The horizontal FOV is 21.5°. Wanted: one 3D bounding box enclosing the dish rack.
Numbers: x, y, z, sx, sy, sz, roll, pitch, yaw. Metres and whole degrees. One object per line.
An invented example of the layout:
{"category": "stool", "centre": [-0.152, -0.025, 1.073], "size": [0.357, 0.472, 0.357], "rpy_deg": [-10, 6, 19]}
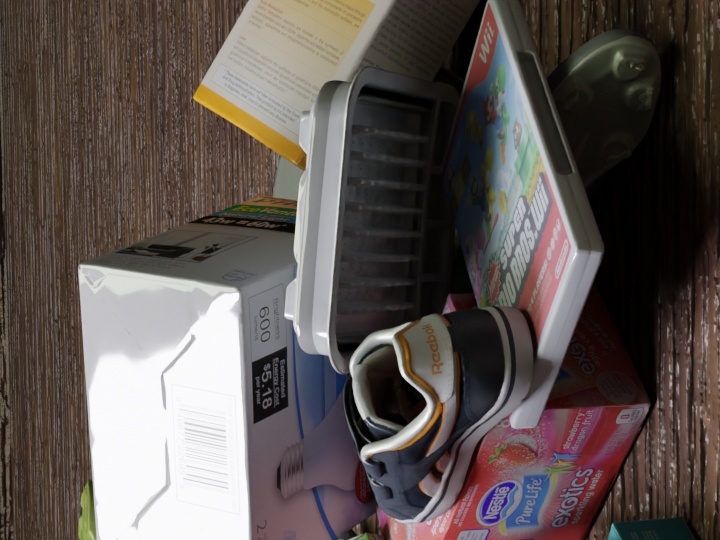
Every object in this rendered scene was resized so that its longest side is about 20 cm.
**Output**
{"category": "dish rack", "centre": [0.007, -0.030, 1.115], "size": [0.200, 0.043, 0.172], "rpy_deg": [-2, -82, -70]}

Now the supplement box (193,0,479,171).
{"category": "supplement box", "centre": [-0.005, -0.164, 1.245], "size": [0.126, 0.073, 0.200], "rpy_deg": [35, 96, 44]}

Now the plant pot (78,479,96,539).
{"category": "plant pot", "centre": [-0.144, 0.243, 1.623], "size": [0.200, 0.189, 0.201], "rpy_deg": [-178, 90, -78]}

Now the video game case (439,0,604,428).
{"category": "video game case", "centre": [0.084, -0.035, 1.042], "size": [0.143, 0.017, 0.200], "rpy_deg": [104, 160, -45]}

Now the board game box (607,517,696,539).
{"category": "board game box", "centre": [0.160, 0.259, 1.033], "size": [0.151, 0.047, 0.200], "rpy_deg": [-115, 30, -48]}

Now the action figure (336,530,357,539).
{"category": "action figure", "centre": [-0.019, 0.297, 1.461], "size": [0.200, 0.104, 0.194], "rpy_deg": [-123, 26, -61]}

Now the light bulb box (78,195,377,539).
{"category": "light bulb box", "centre": [-0.066, 0.071, 1.203], "size": [0.125, 0.200, 0.199], "rpy_deg": [8, 109, 30]}

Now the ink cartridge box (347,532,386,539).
{"category": "ink cartridge box", "centre": [0.040, 0.262, 1.260], "size": [0.200, 0.076, 0.148], "rpy_deg": [27, -145, -63]}

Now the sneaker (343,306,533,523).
{"category": "sneaker", "centre": [0.025, 0.081, 1.055], "size": [0.200, 0.079, 0.079], "rpy_deg": [116, 146, -53]}

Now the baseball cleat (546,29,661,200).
{"category": "baseball cleat", "centre": [0.112, -0.076, 1.104], "size": [0.107, 0.070, 0.200], "rpy_deg": [-94, 23, -48]}

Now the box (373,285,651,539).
{"category": "box", "centre": [0.085, 0.111, 1.148], "size": [0.200, 0.102, 0.095], "rpy_deg": [107, 153, -44]}

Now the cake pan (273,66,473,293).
{"category": "cake pan", "centre": [0.015, -0.045, 1.288], "size": [0.200, 0.037, 0.201], "rpy_deg": [0, 90, 41]}
